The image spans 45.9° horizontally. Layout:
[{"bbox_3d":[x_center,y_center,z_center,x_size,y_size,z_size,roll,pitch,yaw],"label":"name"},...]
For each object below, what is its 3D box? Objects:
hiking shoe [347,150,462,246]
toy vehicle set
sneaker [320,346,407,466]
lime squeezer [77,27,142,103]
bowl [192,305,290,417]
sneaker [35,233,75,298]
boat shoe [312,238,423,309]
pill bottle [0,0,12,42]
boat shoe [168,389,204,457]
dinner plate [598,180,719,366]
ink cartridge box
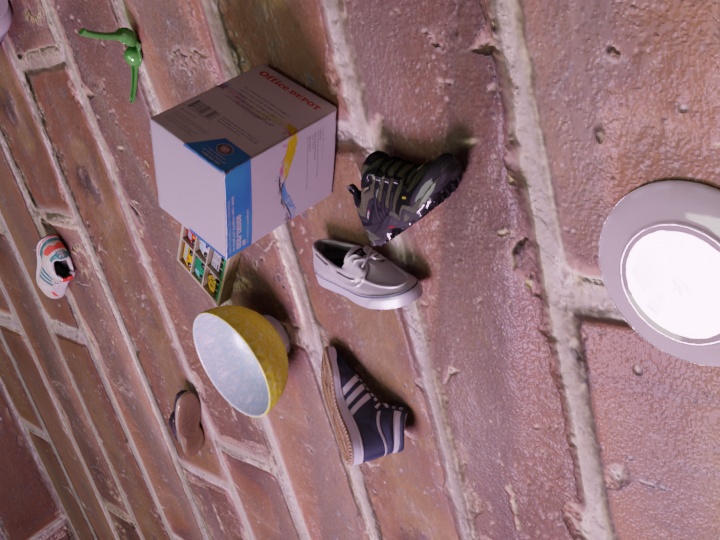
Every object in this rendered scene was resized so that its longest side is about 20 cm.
[{"bbox_3d":[0.042,-0.102,1.025,0.101,0.075,0.200,53,145,-1],"label":"hiking shoe"},{"bbox_3d":[-0.262,-0.043,1.473,0.124,0.026,0.201,45,143,17],"label":"toy vehicle set"},{"bbox_3d":[0.007,0.202,1.315,0.071,0.107,0.202,105,154,-49],"label":"sneaker"},{"bbox_3d":[-0.377,-0.342,1.359,0.037,0.071,0.200,24,165,15],"label":"lime squeezer"},{"bbox_3d":[-0.183,0.136,1.444,0.199,0.107,0.203,29,135,33],"label":"bowl"},{"bbox_3d":[-0.722,0.012,2.023,0.093,0.070,0.201,44,140,27],"label":"sneaker"},{"bbox_3d":[0.000,0.000,1.155,0.198,0.073,0.066,12,130,44],"label":"boat shoe"},{"bbox_3d":[-0.745,-0.481,1.646,0.199,0.112,0.114,-20,101,54],"label":"pill bottle"},{"bbox_3d":[-0.391,0.331,1.871,0.064,0.072,0.202,29,142,26],"label":"boat shoe"},{"bbox_3d":[0.317,0.010,0.829,0.199,0.024,0.202,31,137,33],"label":"dinner plate"},{"bbox_3d":[-0.148,-0.147,1.113,0.147,0.199,0.146,35,141,26],"label":"ink cartridge box"}]
